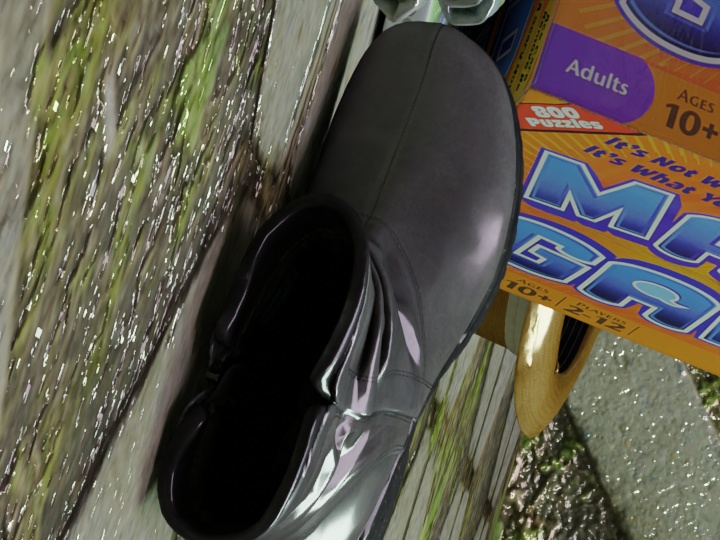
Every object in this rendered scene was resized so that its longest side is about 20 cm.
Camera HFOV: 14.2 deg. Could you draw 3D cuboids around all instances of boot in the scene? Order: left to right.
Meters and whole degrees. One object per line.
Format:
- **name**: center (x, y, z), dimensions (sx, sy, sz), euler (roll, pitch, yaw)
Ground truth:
- **boot**: center (0.000, 0.000, 0.868), dimensions (0.132, 0.070, 0.200), euler (68, 34, -71)

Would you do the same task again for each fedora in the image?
- **fedora**: center (0.083, -0.015, 1.430), dimensions (0.201, 0.082, 0.201), euler (18, 90, -78)

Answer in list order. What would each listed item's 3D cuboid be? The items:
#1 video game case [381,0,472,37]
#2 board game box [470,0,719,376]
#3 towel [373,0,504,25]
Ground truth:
- **video game case**: center (0.033, -0.119, 1.042), dimensions (0.143, 0.018, 0.200), euler (-60, 165, -66)
- **board game box**: center (0.154, -0.089, 1.154), dimensions (0.200, 0.199, 0.200), euler (131, -21, -69)
- **towel**: center (0.049, -0.185, 0.852), dimensions (0.200, 0.048, 0.172), euler (-60, 160, -55)
